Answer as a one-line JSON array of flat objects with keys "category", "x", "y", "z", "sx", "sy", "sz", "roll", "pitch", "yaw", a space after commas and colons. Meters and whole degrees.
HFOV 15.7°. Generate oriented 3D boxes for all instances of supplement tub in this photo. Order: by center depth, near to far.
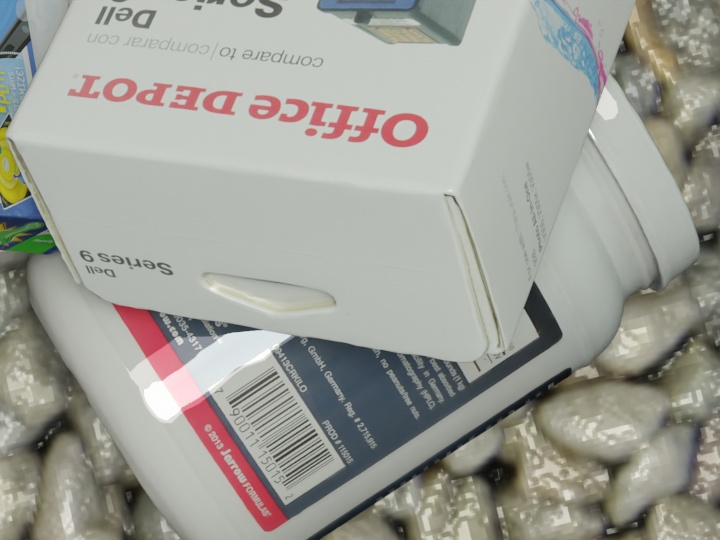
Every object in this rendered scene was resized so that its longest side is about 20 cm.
[{"category": "supplement tub", "x": 0.000, "y": 0.000, "z": 0.898, "sx": 0.200, "sy": 0.140, "sz": 0.140, "roll": -33, "pitch": 84, "yaw": -3}]

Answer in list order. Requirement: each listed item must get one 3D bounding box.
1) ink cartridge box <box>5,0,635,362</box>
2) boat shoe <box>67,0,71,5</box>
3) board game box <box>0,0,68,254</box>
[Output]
[{"category": "ink cartridge box", "x": 0.000, "y": -0.082, "z": 0.809, "sx": 0.145, "sy": 0.088, "sz": 0.200, "roll": 8, "pitch": 58, "yaw": 22}, {"category": "boat shoe", "x": -0.054, "y": -0.114, "z": 0.933, "sx": 0.200, "sy": 0.072, "sz": 0.069, "roll": -30, "pitch": 89, "yaw": -29}, {"category": "board game box", "x": -0.157, "y": -0.107, "z": 0.817, "sx": 0.034, "sy": 0.135, "sz": 0.200, "roll": -25, "pitch": 70, "yaw": 42}]
